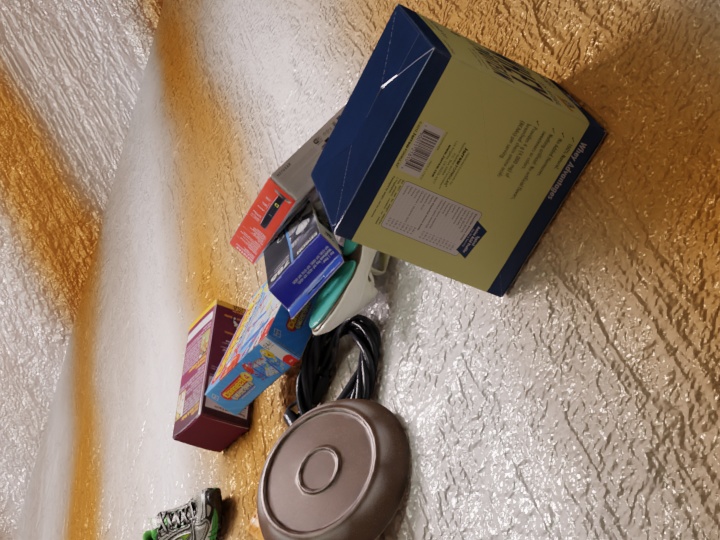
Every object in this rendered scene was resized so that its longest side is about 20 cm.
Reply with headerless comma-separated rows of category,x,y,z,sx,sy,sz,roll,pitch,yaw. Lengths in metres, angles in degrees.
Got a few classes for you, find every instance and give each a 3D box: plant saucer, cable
plant saucer,-0.039,0.224,1.140,0.198,0.032,0.202,-22,45,23
cable,-0.036,0.143,1.281,0.201,0.050,0.164,-58,27,24

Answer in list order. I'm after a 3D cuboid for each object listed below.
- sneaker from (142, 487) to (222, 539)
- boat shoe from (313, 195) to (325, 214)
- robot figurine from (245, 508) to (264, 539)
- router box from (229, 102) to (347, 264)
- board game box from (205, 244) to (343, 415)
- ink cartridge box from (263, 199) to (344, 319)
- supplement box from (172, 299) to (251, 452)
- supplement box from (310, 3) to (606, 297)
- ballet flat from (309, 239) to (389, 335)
sneaker,-0.264,0.384,1.547,0.200,0.084,0.079,-50,31,37
boat shoe,0.015,-0.152,1.364,0.203,0.064,0.075,-56,27,11
robot figurine,-0.065,0.288,1.212,0.199,0.058,0.147,12,83,59
router box,-0.081,-0.122,1.440,0.200,0.049,0.180,-49,0,-37
board game box,-0.116,0.072,1.431,0.196,0.056,0.201,-43,18,46
ink cartridge box,-0.076,-0.019,1.320,0.100,0.039,0.200,-47,20,8
supplement box,-0.222,0.164,1.619,0.110,0.085,0.202,-41,37,47
supplement box,0.089,-0.114,1.022,0.201,0.198,0.135,-60,26,21
ballet flat,0.000,0.000,1.275,0.069,0.069,0.202,-29,35,56
